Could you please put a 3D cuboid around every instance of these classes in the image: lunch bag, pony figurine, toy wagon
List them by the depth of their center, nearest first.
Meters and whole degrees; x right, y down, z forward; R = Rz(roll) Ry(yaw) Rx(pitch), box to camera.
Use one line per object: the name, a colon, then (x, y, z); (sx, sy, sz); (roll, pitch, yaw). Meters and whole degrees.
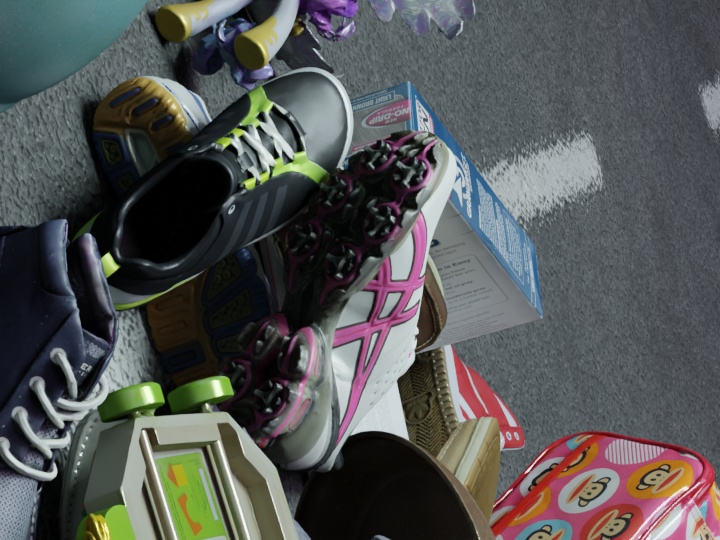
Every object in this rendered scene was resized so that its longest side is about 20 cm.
toy wagon: (-0.087, 0.131, 1.351); (0.200, 0.040, 0.155); (0, 70, -63)
pony figurine: (-0.048, -0.195, 1.763); (0.193, 0.167, 0.200); (60, 38, -14)
lunch bag: (0.130, 0.191, 1.827); (0.200, 0.176, 0.082); (-43, 120, -25)

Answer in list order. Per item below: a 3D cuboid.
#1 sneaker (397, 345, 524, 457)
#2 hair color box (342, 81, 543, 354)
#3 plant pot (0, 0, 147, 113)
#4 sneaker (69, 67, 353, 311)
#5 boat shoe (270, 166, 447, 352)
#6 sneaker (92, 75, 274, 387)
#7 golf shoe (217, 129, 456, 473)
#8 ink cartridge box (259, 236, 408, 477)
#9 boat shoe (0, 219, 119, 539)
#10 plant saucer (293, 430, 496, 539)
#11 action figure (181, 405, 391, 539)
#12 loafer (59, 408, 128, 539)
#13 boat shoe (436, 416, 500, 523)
sneaker: (0.062, 0.133, 1.870); (0.112, 0.071, 0.200); (47, 30, -44)
hair color box: (0.029, -0.029, 1.747); (0.200, 0.100, 0.061); (49, 30, -50)
plant pot: (-0.167, -0.191, 1.435); (0.200, 0.134, 0.200); (52, 29, -44)
sneaker: (-0.070, -0.043, 1.511); (0.200, 0.083, 0.072); (-41, 94, -25)
boat shoe: (-0.005, 0.003, 1.654); (0.202, 0.075, 0.075); (45, 17, -46)
sneaker: (-0.083, -0.016, 1.603); (0.088, 0.075, 0.200); (-16, 90, -70)
golf shoe: (-0.002, 0.017, 1.547); (0.092, 0.200, 0.073); (29, 3, -44)
ink cartridge box: (-0.032, 0.038, 1.742); (0.174, 0.044, 0.200); (16, 60, -66)
boat shoe: (-0.159, 0.069, 1.314); (0.075, 0.093, 0.200); (29, 48, -62)
plant saucer: (0.028, 0.187, 1.575); (0.037, 0.200, 0.200); (-4, 76, -34)
action figure: (-0.044, 0.162, 1.509); (0.200, 0.130, 0.069); (43, 20, -24)
loafer: (-0.113, 0.159, 1.385); (0.070, 0.070, 0.200); (96, -14, -70)
boat shoe: (0.031, 0.161, 1.724); (0.200, 0.069, 0.074); (-61, 154, -43)
